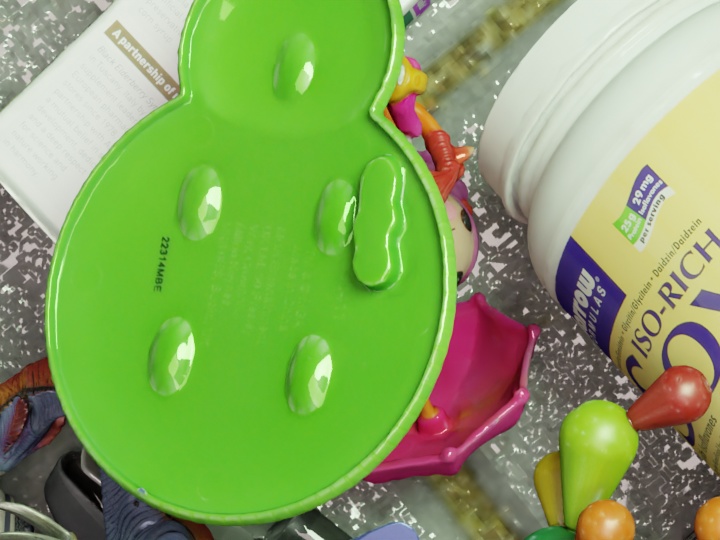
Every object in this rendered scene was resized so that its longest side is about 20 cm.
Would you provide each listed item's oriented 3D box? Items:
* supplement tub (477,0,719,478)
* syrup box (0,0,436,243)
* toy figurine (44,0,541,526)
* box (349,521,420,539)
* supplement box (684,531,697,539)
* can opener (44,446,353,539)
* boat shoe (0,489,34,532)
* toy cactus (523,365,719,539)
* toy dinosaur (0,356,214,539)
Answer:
[{"bbox_3d":[0.151,-0.007,0.934,0.145,0.145,0.200,-43,67,3],"label":"supplement tub"},{"bbox_3d":[-0.045,-0.087,0.994,0.200,0.079,0.081,-43,90,3],"label":"syrup box"},{"bbox_3d":[0.000,0.000,0.948,0.150,0.184,0.201,5,82,24],"label":"toy figurine"},{"bbox_3d":[-0.048,0.184,0.966,0.199,0.032,0.122,-24,90,-6],"label":"box"},{"bbox_3d":[0.178,0.191,0.991,0.110,0.086,0.200,-42,90,2],"label":"supplement box"},{"bbox_3d":[-0.032,0.127,1.024,0.200,0.053,0.067,39,125,0],"label":"can opener"},{"bbox_3d":[-0.110,0.182,1.017,0.092,0.075,0.201,-2,94,-11],"label":"boat shoe"},{"bbox_3d":[0.081,0.142,0.893,0.164,0.102,0.201,-18,107,8],"label":"toy cactus"},{"bbox_3d":[-0.070,0.121,0.933,0.105,0.199,0.182,-21,69,45],"label":"toy dinosaur"}]
